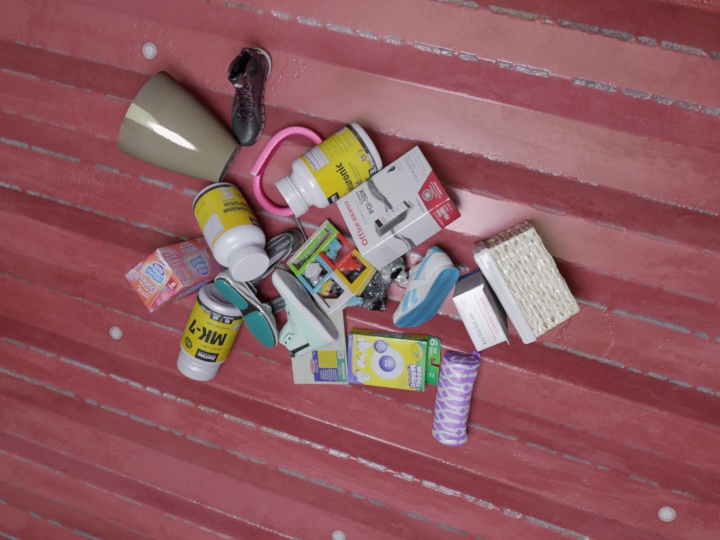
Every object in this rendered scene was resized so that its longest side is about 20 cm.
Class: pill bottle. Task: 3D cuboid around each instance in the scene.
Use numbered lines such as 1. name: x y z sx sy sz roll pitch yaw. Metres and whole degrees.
1. pill bottle: -0.065 -0.193 1.113 0.199 0.111 0.112 -34 93 -2
2. pill bottle: -0.265 -0.078 1.171 0.112 0.112 0.201 -43 60 17
3. pill bottle: -0.337 0.140 1.273 0.114 0.114 0.201 28 110 6

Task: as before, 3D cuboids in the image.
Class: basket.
1. basket: 0.318 0.014 1.089 0.123 0.136 0.201 -30 94 15

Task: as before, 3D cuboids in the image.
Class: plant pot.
1. plant pot: -0.359 -0.273 1.169 0.199 0.188 0.188 31 107 -8

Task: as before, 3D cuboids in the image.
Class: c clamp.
1. c clamp: -0.180 0.001 1.251 0.199 0.027 0.172 -31 84 14

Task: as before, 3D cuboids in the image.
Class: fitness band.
1. fitness band: -0.149 -0.210 1.196 0.143 0.037 0.200 38 108 2

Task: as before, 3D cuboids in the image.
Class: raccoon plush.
1. raccoon plush: 0.000 0.000 1.171 0.198 0.097 0.135 16 99 -3

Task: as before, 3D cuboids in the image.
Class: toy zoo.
1. toy zoo: -0.055 0.002 1.159 0.131 0.020 0.200 -47 57 4

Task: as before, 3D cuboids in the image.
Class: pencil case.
1. pencil case: 0.205 0.273 1.200 0.085 0.084 0.202 -1 107 -23

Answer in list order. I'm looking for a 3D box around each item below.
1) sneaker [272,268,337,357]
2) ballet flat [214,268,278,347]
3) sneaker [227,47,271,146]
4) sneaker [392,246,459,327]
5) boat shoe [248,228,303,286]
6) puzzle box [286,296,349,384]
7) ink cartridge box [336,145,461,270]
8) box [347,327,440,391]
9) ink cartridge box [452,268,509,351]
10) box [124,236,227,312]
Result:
1. sneaker: -0.152 0.100 1.207 0.118 0.074 0.201 -31 106 18
2. ballet flat: -0.229 0.074 1.205 0.069 0.070 0.201 -30 110 17
3. sneaker: -0.242 -0.354 1.144 0.075 0.116 0.202 13 104 10
4. sneaker: 0.128 0.041 1.172 0.076 0.081 0.201 9 130 -34
5. boat shoe: -0.210 -0.023 1.214 0.199 0.057 0.067 -36 84 13
6. puzzle box: -0.094 0.158 1.269 0.132 0.025 0.202 -1 102 13
7. ink cartridge box: 0.071 -0.120 1.103 0.199 0.083 0.147 -33 60 12
8. box: 0.072 0.195 1.230 0.198 0.048 0.118 3 103 10
9. ink cartridge box: 0.232 0.075 1.086 0.067 0.200 0.116 -26 95 16
10. box: -0.387 0.003 1.210 0.102 0.200 0.095 -34 91 16
